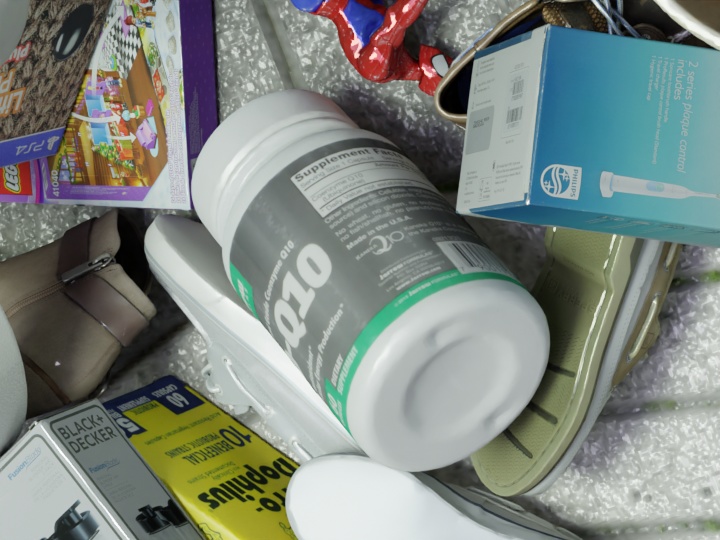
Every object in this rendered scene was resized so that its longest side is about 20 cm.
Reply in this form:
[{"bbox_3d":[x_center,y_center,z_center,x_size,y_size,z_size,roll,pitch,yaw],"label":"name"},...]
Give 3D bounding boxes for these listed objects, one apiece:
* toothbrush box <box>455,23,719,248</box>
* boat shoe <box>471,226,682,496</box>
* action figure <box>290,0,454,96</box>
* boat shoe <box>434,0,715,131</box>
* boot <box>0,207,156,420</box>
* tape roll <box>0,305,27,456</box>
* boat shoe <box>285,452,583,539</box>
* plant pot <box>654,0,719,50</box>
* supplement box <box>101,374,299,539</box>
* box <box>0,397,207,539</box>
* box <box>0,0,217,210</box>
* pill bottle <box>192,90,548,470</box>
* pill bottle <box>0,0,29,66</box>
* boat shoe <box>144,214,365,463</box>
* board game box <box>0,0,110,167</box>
[{"bbox_3d":[0.159,-0.055,1.393,0.199,0.146,0.086,8,88,-10],"label":"toothbrush box"},{"bbox_3d":[0.120,0.029,1.526,0.075,0.068,0.200,41,118,39],"label":"boat shoe"},{"bbox_3d":[-0.017,-0.172,1.553,0.200,0.065,0.099,38,103,-9],"label":"action figure"},{"bbox_3d":[0.124,-0.119,1.497,0.200,0.072,0.072,-33,84,28],"label":"boat shoe"},{"bbox_3d":[-0.188,0.014,1.676,0.146,0.070,0.200,-36,40,6],"label":"boot"},{"bbox_3d":[-0.262,0.030,1.569,0.202,0.037,0.203,25,137,26],"label":"tape roll"},{"bbox_3d":[0.058,0.148,1.577,0.199,0.070,0.071,17,94,10],"label":"boat shoe"},{"bbox_3d":[0.233,-0.202,1.361,0.200,0.183,0.201,6,103,27],"label":"plant pot"},{"bbox_3d":[-0.078,0.163,1.638,0.200,0.109,0.110,34,114,18],"label":"supplement box"},{"bbox_3d":[-0.128,0.181,1.570,0.200,0.060,0.117,50,118,10],"label":"box"},{"bbox_3d":[-0.149,-0.136,1.657,0.137,0.039,0.201,3,101,27],"label":"box"},{"bbox_3d":[0.000,0.000,1.521,0.200,0.113,0.113,49,121,42],"label":"pill bottle"},{"bbox_3d":[-0.272,-0.135,1.453,0.200,0.113,0.113,-8,96,29],"label":"pill bottle"},{"bbox_3d":[-0.050,0.053,1.630,0.200,0.072,0.069,40,113,5],"label":"boat shoe"},{"bbox_3d":[-0.210,-0.159,1.570,0.097,0.159,0.200,30,113,20],"label":"board game box"}]
